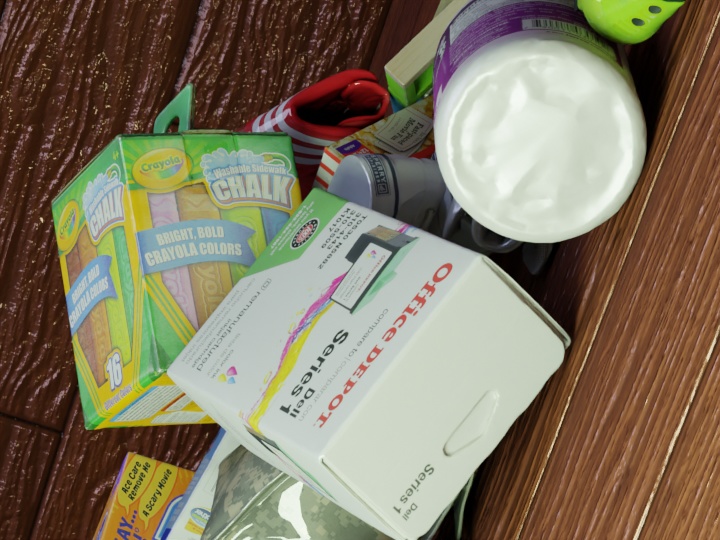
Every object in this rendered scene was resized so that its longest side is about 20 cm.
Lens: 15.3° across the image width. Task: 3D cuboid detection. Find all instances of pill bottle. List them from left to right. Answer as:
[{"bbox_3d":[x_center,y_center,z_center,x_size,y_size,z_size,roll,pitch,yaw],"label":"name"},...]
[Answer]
[{"bbox_3d":[0.095,-0.096,1.469,0.200,0.112,0.113,-86,14,-71],"label":"pill bottle"}]

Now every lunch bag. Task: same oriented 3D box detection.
[{"bbox_3d":[0.008,0.115,1.630,0.200,0.118,0.164,-44,10,13],"label":"lunch bag"}]

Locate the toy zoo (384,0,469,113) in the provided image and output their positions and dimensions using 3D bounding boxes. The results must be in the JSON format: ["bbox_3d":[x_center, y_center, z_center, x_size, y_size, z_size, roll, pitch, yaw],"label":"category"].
[{"bbox_3d":[0.076,-0.141,1.825,0.131,0.020,0.200,-44,-15,-7],"label":"toy zoo"}]

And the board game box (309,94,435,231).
[{"bbox_3d":[0.032,-0.044,1.798,0.200,0.046,0.152,-30,-30,-45],"label":"board game box"}]

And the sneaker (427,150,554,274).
[{"bbox_3d":[0.079,-0.041,1.654,0.200,0.075,0.115,119,170,-53],"label":"sneaker"}]

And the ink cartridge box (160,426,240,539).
[{"bbox_3d":[-0.053,0.172,1.822,0.201,0.136,0.076,-61,1,-11],"label":"ink cartridge box"}]

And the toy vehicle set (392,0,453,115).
[{"bbox_3d":[0.090,-0.169,1.886,0.124,0.027,0.200,-33,-21,-36],"label":"toy vehicle set"}]

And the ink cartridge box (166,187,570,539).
[{"bbox_3d":[0.001,0.048,1.492,0.145,0.084,0.200,-51,30,-9],"label":"ink cartridge box"}]

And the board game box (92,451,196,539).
[{"bbox_3d":[-0.122,0.289,2.026,0.200,0.199,0.201,118,169,-61],"label":"board game box"}]

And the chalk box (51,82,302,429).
[{"bbox_3d":[-0.112,-0.015,1.679,0.124,0.123,0.201,-39,58,56],"label":"chalk box"}]

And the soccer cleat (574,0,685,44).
[{"bbox_3d":[0.168,-0.213,1.418,0.081,0.067,0.201,-23,48,60],"label":"soccer cleat"}]

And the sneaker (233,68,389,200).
[{"bbox_3d":[0.001,-0.074,1.813,0.115,0.200,0.079,-31,69,34],"label":"sneaker"}]

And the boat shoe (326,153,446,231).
[{"bbox_3d":[0.000,0.000,1.671,0.200,0.065,0.074,124,136,-52],"label":"boat shoe"}]
